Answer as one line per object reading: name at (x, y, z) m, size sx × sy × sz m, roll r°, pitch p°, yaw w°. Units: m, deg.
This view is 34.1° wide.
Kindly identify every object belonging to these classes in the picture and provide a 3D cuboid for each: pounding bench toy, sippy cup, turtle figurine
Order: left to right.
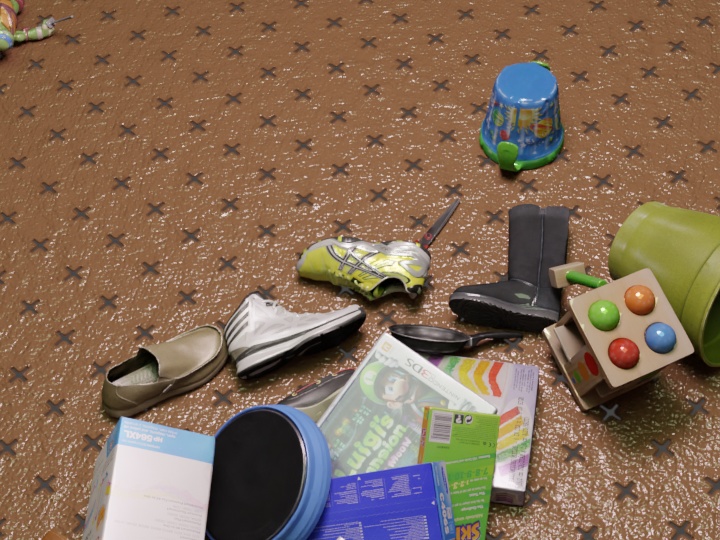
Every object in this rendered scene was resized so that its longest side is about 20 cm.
turtle figurine at (-0.600, -0.483, 2.072) m, size 0.144 × 0.200 × 0.194 m, roll 10°, pitch 40°, yaw -33°
sippy cup at (0.257, -0.251, 1.849) m, size 0.139 × 0.130 × 0.178 m, roll -14°, pitch 54°, yaw -7°
pounding bench toy at (0.323, 0.058, 1.557) m, size 0.124 × 0.156 × 0.200 m, roll -22°, pitch 74°, yaw -13°

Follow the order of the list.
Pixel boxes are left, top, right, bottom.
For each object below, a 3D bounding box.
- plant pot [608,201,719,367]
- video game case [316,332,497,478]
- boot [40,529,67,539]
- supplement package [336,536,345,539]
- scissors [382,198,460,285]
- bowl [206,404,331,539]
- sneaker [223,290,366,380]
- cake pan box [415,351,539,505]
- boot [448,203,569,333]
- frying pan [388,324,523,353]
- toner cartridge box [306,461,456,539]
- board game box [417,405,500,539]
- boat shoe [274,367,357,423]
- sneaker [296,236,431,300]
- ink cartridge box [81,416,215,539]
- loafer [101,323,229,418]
plant pot at (0.457, -0.001, 1.625) m, size 0.200 × 0.201 × 0.193 m, roll -36°, pitch 47°, yaw -22°
video game case at (0.046, 0.208, 1.503) m, size 0.182 × 0.023 × 0.200 m, roll 34°, pitch 79°, yaw 17°
boot at (-0.368, 0.417, 1.423) m, size 0.200 × 0.077 × 0.155 m, roll 27°, pitch 54°, yaw 30°
supplement package at (-0.026, 0.444, 1.322) m, size 0.151 × 0.152 × 0.200 m, roll 31°, pitch 61°, yaw 25°
scissors at (0.100, -0.038, 1.771) m, size 0.200 × 0.014 × 0.073 m, roll -35°, pitch 56°, yaw -23°
bowl at (-0.127, 0.263, 1.470) m, size 0.200 × 0.039 × 0.201 m, roll -17°, pitch 61°, yaw 32°
sneaker at (-0.099, 0.064, 1.650) m, size 0.200 × 0.076 × 0.116 m, roll -22°, pitch 70°, yaw -10°
cake pan box at (0.137, 0.210, 1.556) m, size 0.184 × 0.052 × 0.200 m, roll 7°, pitch 54°, yaw 11°
boot at (0.220, -0.014, 1.706) m, size 0.164 × 0.066 × 0.200 m, roll 13°, pitch 59°, yaw -2°
frying pan at (0.124, 0.093, 1.649) m, size 0.190 × 0.031 × 0.115 m, roll 1°, pitch 9°, yaw -39°
toner cartridge box at (0.013, 0.294, 1.433) m, size 0.200 × 0.043 × 0.095 m, roll -13°, pitch 79°, yaw 25°
board game box at (0.114, 0.273, 1.453) m, size 0.095 × 0.030 × 0.200 m, roll 9°, pitch 84°, yaw -15°
boat shoe at (-0.070, 0.194, 1.575) m, size 0.201 × 0.074 × 0.063 m, roll -25°, pitch 21°, yaw -4°
sneaker at (0.000, 0.000, 1.701) m, size 0.200 × 0.075 × 0.077 m, roll -1°, pitch 58°, yaw 16°
ink cartridge box at (-0.264, 0.305, 1.433) m, size 0.125 × 0.129 × 0.200 m, roll 17°, pitch 49°, yaw -18°
loafer at (-0.269, 0.133, 1.626) m, size 0.200 × 0.068 × 0.076 m, roll -33°, pitch 58°, yaw -20°
